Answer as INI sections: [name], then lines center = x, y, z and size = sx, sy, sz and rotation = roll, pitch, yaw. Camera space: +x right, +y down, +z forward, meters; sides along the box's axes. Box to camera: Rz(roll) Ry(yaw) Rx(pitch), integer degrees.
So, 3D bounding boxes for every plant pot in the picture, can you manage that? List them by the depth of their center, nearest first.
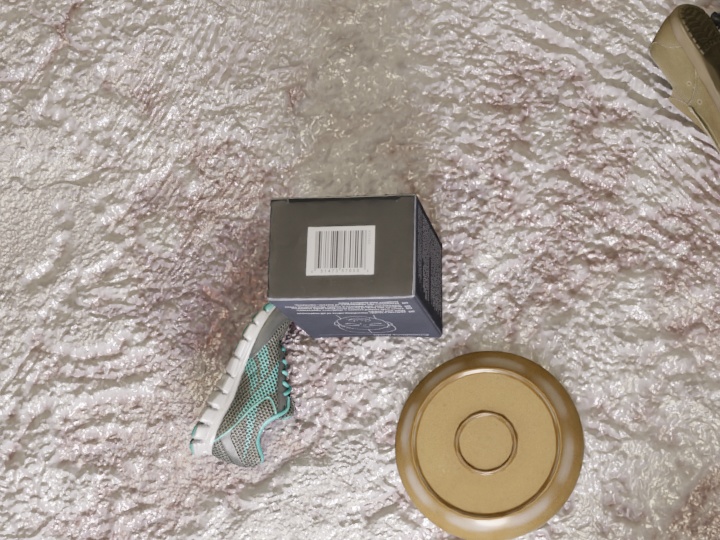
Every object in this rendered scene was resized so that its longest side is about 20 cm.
[plant pot]
center = 0.131, 0.180, 1.528
size = 0.199, 0.027, 0.201
rotation = -3, 77, 11

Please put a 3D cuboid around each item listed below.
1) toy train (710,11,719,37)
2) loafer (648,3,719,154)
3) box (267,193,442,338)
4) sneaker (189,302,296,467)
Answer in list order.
[toy train]
center = 0.441, -0.312, 1.554
size = 0.114, 0.087, 0.201
rotation = 12, 82, 23
[loafer]
center = 0.371, -0.182, 1.544
size = 0.076, 0.067, 0.200
rotation = -21, 83, -38
[box]
center = 0.000, 0.000, 1.506
size = 0.148, 0.200, 0.107
rotation = -1, 76, 10
[sneaker]
center = -0.103, 0.122, 1.576
size = 0.091, 0.078, 0.200
rotation = 27, 87, 0
